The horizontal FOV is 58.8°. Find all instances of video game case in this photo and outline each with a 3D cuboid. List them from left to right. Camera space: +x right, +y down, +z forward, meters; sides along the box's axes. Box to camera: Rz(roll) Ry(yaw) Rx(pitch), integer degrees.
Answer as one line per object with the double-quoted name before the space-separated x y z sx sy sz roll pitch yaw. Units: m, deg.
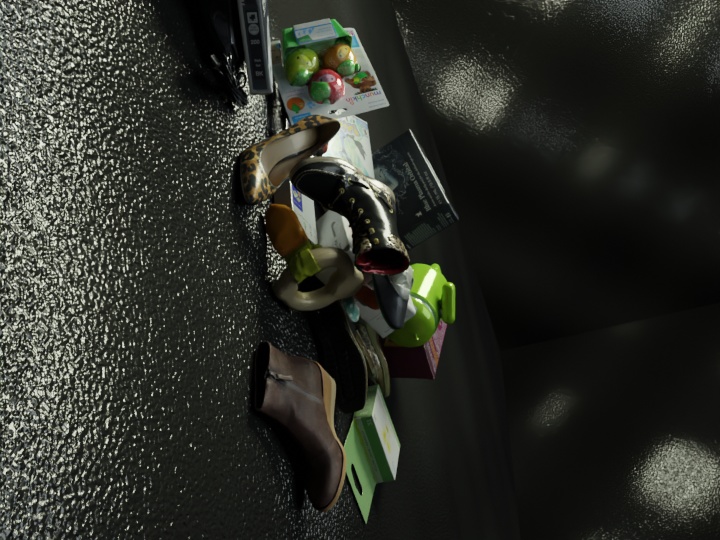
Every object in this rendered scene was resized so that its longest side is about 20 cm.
"video game case" -0.047 -0.259 1.309 0.197 0.022 0.188 18 58 -45

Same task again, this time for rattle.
"rattle" -0.061 -0.007 1.025 0.197 0.133 0.143 9 26 -45

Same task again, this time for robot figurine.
"robot figurine" 0.109 0.069 1.265 0.201 0.170 0.118 -56 140 -47

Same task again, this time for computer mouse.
"computer mouse" -0.204 -0.351 0.928 0.139 0.051 0.207 76 9 -83

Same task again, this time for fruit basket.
"fruit basket" -0.063 -0.353 1.135 0.095 0.180 0.204 94 -22 -57

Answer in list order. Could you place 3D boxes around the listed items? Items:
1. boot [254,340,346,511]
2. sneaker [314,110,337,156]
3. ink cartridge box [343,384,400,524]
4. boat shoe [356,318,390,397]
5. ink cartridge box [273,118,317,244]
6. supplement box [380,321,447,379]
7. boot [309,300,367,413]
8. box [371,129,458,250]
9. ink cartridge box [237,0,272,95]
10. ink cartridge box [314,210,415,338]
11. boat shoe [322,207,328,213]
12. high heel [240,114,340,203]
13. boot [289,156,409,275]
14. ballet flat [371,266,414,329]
"boot" -0.091 0.213 0.873 0.165 0.071 0.206 36 43 -48
"sneaker" -0.075 -0.310 1.212 0.071 0.095 0.206 100 -20 -66
"ink cartridge box" 0.023 0.326 1.159 0.201 0.047 0.149 -70 144 -66
"boat shoe" 0.010 0.159 1.247 0.073 0.061 0.206 -136 -151 -71
"ink cartridge box" -0.114 -0.144 1.092 0.099 0.038 0.206 43 38 -62
"supplement box" 0.110 0.125 1.386 0.203 0.127 0.105 -69 148 -44
"boot" -0.021 0.135 1.126 0.138 0.075 0.207 -5 83 -78
"box" 0.082 -0.159 1.404 0.201 0.197 0.117 64 13 20
"ink cartridge box" -0.163 -0.405 0.967 0.201 0.042 0.204 -100 -174 -50
"ink cartridge box" 0.000 0.000 1.147 0.200 0.082 0.148 44 18 -33
"boat shoe" -0.040 -0.132 1.271 0.200 0.074 0.074 40 41 -61
"high heel" -0.104 -0.174 0.965 0.202 0.139 0.073 -81 150 -53
"boot" -0.011 -0.080 0.961 0.197 0.073 0.154 20 42 -39
"ballet flat" 0.047 -0.007 1.034 0.073 0.071 0.204 48 21 -57
